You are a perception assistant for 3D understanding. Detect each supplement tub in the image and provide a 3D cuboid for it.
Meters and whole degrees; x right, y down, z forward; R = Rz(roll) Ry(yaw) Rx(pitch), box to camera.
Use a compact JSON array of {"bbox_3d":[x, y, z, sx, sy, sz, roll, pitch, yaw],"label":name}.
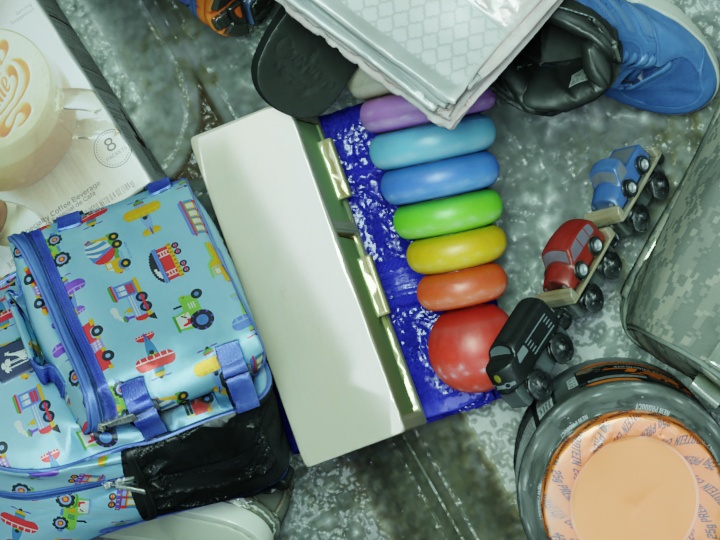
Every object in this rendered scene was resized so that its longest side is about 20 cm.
[{"bbox_3d":[0.147,0.117,1.295,0.122,0.200,0.123,0,94,3],"label":"supplement tub"}]

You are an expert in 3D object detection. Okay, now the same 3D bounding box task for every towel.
[{"bbox_3d":[0.000,0.000,1.392,0.147,0.050,0.201,-17,87,4],"label":"towel"},{"bbox_3d":[0.028,-0.203,1.243,0.200,0.032,0.191,36,74,9],"label":"towel"}]

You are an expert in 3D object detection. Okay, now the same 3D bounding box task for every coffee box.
[{"bbox_3d":[-0.217,-0.104,1.400,0.114,0.080,0.200,-34,85,4],"label":"coffee box"}]

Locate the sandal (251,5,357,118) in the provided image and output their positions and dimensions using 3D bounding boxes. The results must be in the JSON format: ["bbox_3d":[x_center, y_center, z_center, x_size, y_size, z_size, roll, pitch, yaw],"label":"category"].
[{"bbox_3d":[0.008,-0.174,1.286,0.075,0.045,0.200,29,87,-26],"label":"sandal"}]

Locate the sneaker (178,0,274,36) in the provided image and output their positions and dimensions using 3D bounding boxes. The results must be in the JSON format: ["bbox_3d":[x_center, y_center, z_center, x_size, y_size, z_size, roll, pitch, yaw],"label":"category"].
[{"bbox_3d":[-0.063,-0.244,1.395,0.078,0.075,0.200,27,82,26],"label":"sneaker"}]

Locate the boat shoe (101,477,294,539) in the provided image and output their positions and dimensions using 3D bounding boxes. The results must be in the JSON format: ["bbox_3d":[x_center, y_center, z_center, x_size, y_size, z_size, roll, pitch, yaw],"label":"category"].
[{"bbox_3d":[-0.138,0.124,1.396,0.201,0.072,0.060,14,53,17],"label":"boat shoe"}]

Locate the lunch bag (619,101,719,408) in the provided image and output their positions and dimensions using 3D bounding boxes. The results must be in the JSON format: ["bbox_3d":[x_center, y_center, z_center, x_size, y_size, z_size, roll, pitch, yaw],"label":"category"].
[{"bbox_3d":[0.239,-0.016,1.309,0.139,0.168,0.200,29,92,6],"label":"lunch bag"}]

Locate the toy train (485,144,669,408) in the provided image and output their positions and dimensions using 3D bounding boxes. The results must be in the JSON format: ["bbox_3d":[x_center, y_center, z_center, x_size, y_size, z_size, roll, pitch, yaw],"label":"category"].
[{"bbox_3d":[0.126,-0.004,1.342,0.046,0.034,0.200,48,56,-21],"label":"toy train"}]

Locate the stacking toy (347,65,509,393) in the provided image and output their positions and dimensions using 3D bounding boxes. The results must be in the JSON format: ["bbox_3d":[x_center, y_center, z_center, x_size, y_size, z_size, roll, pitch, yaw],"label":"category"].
[{"bbox_3d":[0.051,-0.028,1.330,0.085,0.085,0.201,-11,92,5],"label":"stacking toy"}]

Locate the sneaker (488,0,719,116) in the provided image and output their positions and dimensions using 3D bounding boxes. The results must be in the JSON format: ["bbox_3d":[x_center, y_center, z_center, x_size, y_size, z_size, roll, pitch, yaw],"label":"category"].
[{"bbox_3d":[0.133,-0.118,1.314,0.200,0.111,0.077,33,126,-32],"label":"sneaker"}]

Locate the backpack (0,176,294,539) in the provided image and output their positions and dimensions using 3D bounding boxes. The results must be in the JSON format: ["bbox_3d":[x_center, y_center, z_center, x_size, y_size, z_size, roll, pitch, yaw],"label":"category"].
[{"bbox_3d":[-0.158,0.060,1.320,0.199,0.135,0.183,-18,53,-5],"label":"backpack"}]

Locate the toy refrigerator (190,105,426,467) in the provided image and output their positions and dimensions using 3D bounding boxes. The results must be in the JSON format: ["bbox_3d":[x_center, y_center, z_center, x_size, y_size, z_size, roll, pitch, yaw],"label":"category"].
[{"bbox_3d":[-0.026,0.006,1.339,0.070,0.076,0.201,-21,85,11],"label":"toy refrigerator"}]
